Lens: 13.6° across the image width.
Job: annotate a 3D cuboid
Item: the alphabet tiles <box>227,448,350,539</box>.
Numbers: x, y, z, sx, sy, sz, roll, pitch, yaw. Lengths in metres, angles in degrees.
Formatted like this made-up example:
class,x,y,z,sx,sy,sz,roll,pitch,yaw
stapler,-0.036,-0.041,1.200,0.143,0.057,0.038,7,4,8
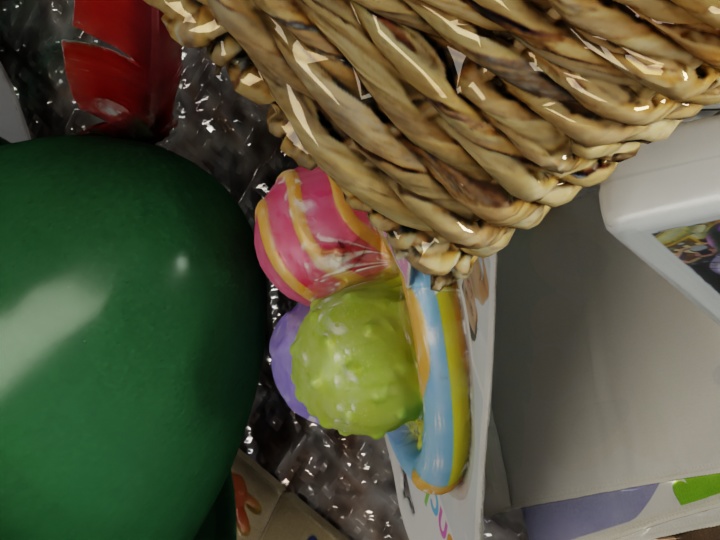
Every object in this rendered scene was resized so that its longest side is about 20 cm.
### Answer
class,x,y,z,sx,sy,sz,roll,pitch,yaw
alphabet tiles,-0.053,0.132,0.933,0.200,0.006,0.167,37,120,24

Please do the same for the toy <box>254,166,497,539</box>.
class,x,y,z,sx,sy,sz,roll,pitch,yaw
toy,0.000,0.000,0.758,0.200,0.047,0.115,97,162,-47

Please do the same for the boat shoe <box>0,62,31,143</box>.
class,x,y,z,sx,sy,sz,roll,pitch,yaw
boat shoe,-0.113,0.023,0.917,0.057,0.068,0.201,161,95,-68

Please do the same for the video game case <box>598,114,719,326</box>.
class,x,y,z,sx,sy,sz,roll,pitch,yaw
video game case,0.174,-0.006,0.611,0.199,0.182,0.023,-12,66,25

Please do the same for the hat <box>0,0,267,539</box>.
class,x,y,z,sx,sy,sz,roll,pitch,yaw
hat,-0.034,-0.013,0.788,0.176,0.200,0.166,-32,67,24

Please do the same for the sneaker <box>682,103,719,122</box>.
class,x,y,z,sx,sy,sz,roll,pitch,yaw
sneaker,0.097,-0.070,0.715,0.200,0.090,0.067,-4,78,37

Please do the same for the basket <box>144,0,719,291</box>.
class,x,y,z,sx,sy,sz,roll,pitch,yaw
basket,0.051,-0.124,0.569,0.143,0.200,0.149,47,137,-9

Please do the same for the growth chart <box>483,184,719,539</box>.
class,x,y,z,sx,sy,sz,roll,pitch,yaw
growth chart,0.090,0.024,0.775,0.200,0.018,0.145,-8,82,36
